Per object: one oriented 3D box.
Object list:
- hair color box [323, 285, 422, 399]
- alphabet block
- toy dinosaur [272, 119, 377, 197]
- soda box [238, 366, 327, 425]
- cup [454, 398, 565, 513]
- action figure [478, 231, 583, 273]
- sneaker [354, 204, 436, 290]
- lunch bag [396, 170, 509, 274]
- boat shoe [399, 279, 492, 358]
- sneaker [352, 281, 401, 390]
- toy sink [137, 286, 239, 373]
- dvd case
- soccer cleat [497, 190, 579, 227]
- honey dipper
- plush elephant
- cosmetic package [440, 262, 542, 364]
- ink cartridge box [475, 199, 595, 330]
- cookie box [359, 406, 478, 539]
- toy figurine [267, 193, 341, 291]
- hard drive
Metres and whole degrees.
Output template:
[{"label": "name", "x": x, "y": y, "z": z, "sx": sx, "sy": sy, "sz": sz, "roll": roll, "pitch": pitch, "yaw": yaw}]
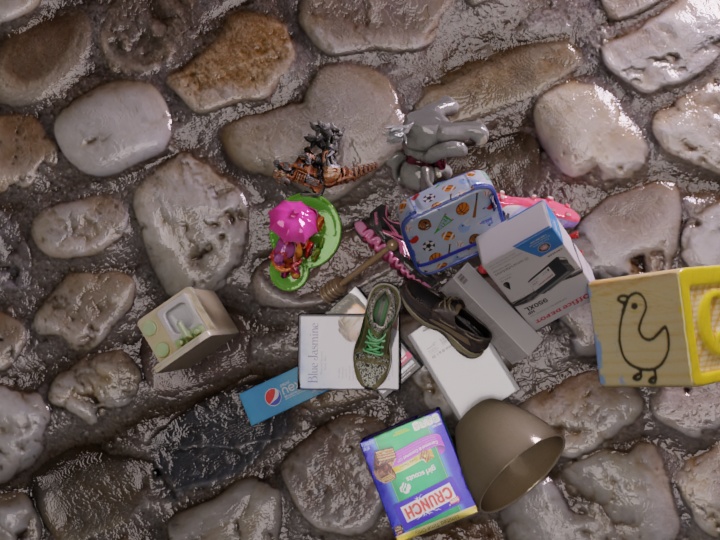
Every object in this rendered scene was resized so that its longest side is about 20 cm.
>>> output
[{"label": "hair color box", "x": 0.020, "y": 0.138, "z": 1.755, "sx": 0.099, "sy": 0.061, "sz": 0.201, "roll": -40, "pitch": 82, "yaw": 4}, {"label": "alphabet block", "x": 0.540, "y": 0.098, "z": 1.575, "sx": 0.194, "sy": 0.199, "sz": 0.199, "roll": -6, "pitch": 86, "yaw": -34}, {"label": "toy dinosaur", "x": -0.071, "y": -0.206, "z": 1.767, "sx": 0.197, "sy": 0.102, "sz": 0.138, "roll": 5, "pitch": 76, "yaw": -34}, {"label": "soda box", "x": -0.131, "y": 0.229, "z": 1.771, "sx": 0.198, "sy": 0.064, "sz": 0.069, "roll": -26, "pitch": 84, "yaw": 6}, {"label": "cup", "x": 0.254, "y": 0.321, "z": 1.662, "sx": 0.200, "sy": 0.200, "sz": 0.144, "roll": -43, "pitch": 57, "yaw": 4}, {"label": "action figure", "x": 0.320, "y": -0.024, "z": 1.726, "sx": 0.197, "sy": 0.052, "sz": 0.067, "roll": -13, "pitch": 80, "yaw": 12}, {"label": "sneaker", "x": 0.082, "y": -0.048, "z": 1.755, "sx": 0.200, "sy": 0.079, "sz": 0.095, "roll": 44, "pitch": 82, "yaw": 7}, {"label": "lunch bag", "x": 0.173, "y": -0.083, "z": 1.662, "sx": 0.197, "sy": 0.076, "sz": 0.162, "roll": -21, "pitch": 126, "yaw": 3}, {"label": "boat shoe", "x": 0.164, "y": 0.077, "z": 1.687, "sx": 0.199, "sy": 0.075, "sz": 0.073, "roll": 37, "pitch": 133, "yaw": -6}, {"label": "sneaker", "x": 0.026, "y": 0.117, "z": 1.662, "sx": 0.076, "sy": 0.089, "sz": 0.204, "roll": 8, "pitch": 86, "yaw": 6}, {"label": "toy sink", "x": -0.336, "y": 0.111, "z": 1.738, "sx": 0.129, "sy": 0.200, "sz": 0.113, "roll": -34, "pitch": 84, "yaw": 6}, {"label": "dvd case", "x": -0.022, "y": 0.153, "z": 1.719, "sx": 0.196, "sy": 0.018, "sz": 0.145, "roll": -1, "pitch": 87, "yaw": 7}, {"label": "soccer cleat", "x": 0.315, "y": -0.102, "z": 1.731, "sx": 0.197, "sy": 0.067, "sz": 0.078, "roll": 11, "pitch": 119, "yaw": 3}, {"label": "honey dipper", "x": 0.000, "y": 0.000, "z": 1.735, "sx": 0.199, "sy": 0.038, "sz": 0.038, "roll": -35, "pitch": 82, "yaw": 32}, {"label": "plush elephant", "x": 0.129, "y": -0.216, "z": 1.721, "sx": 0.197, "sy": 0.157, "sz": 0.165, "roll": -18, "pitch": 39, "yaw": -24}, {"label": "cosmetic package", "x": 0.244, "y": 0.081, "z": 1.702, "sx": 0.200, "sy": 0.083, "sz": 0.051, "roll": 46, "pitch": 67, "yaw": 2}, {"label": "ink cartridge box", "x": 0.322, "y": -0.006, "z": 1.641, "sx": 0.143, "sy": 0.085, "sz": 0.200, "roll": -30, "pitch": 125, "yaw": 21}, {"label": "cookie box", "x": 0.112, "y": 0.386, "z": 1.723, "sx": 0.169, "sy": 0.075, "sz": 0.203, "roll": -23, "pitch": 85, "yaw": 6}, {"label": "toy figurine", "x": -0.133, "y": -0.059, "z": 1.725, "sx": 0.148, "sy": 0.184, "sz": 0.203, "roll": 24, "pitch": 91, "yaw": 9}, {"label": "hard drive", "x": 0.197, "y": 0.175, "z": 1.745, "sx": 0.131, "sy": 0.027, "sz": 0.202, "roll": -33, "pitch": 83, "yaw": 5}]
